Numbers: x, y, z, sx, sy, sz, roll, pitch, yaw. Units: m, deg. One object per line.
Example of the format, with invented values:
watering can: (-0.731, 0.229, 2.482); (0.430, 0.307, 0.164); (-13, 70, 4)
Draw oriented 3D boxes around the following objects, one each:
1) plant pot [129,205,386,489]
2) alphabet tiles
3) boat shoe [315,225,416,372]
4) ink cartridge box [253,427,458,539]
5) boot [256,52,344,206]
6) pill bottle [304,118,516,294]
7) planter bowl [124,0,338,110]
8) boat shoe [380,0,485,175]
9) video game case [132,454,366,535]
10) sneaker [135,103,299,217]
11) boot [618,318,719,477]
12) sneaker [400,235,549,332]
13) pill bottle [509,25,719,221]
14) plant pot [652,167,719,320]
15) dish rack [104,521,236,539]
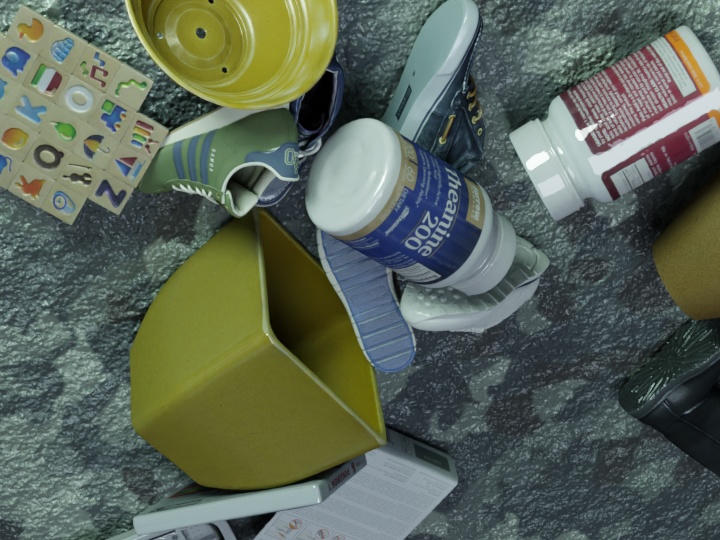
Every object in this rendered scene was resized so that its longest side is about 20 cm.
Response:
plant pot: (-0.116, 0.096, 1.762); (0.199, 0.197, 0.194); (-31, 128, 19)
alphabet tiles: (-0.279, -0.136, 1.614); (0.199, 0.006, 0.167); (29, 116, -11)
boat shoe: (0.000, 0.000, 1.781); (0.071, 0.072, 0.202); (-15, 103, -1)
ink cartridge box: (-0.014, 0.255, 1.994); (0.162, 0.057, 0.200); (25, 124, -29)
boot: (-0.068, -0.127, 1.662); (0.072, 0.091, 0.202); (5, 124, -18)
pill bottle: (0.052, -0.051, 1.669); (0.199, 0.111, 0.111); (28, 115, -40)
planter bowl: (-0.124, -0.218, 1.556); (0.198, 0.203, 0.083); (14, 157, -24)
boat shoe: (0.086, -0.164, 1.695); (0.090, 0.071, 0.201); (11, 129, -23)
video game case: (-0.109, 0.225, 1.841); (0.198, 0.182, 0.023); (-13, 93, 16)
sneaker: (-0.131, -0.087, 1.627); (0.199, 0.091, 0.067); (-24, 168, 37)
boot: (0.408, 0.145, 2.007); (0.199, 0.066, 0.165); (34, 120, -29)
sneaker: (0.110, 0.031, 1.797); (0.199, 0.076, 0.081); (-18, 145, -43)
pill bottle: (0.250, -0.136, 1.726); (0.199, 0.115, 0.115); (-29, 128, 8)
plant pot: (0.400, -0.036, 1.816); (0.199, 0.188, 0.186); (-32, 129, 25)
dish rack: (-0.222, 0.338, 1.997); (0.198, 0.044, 0.173); (-21, 129, 1)
